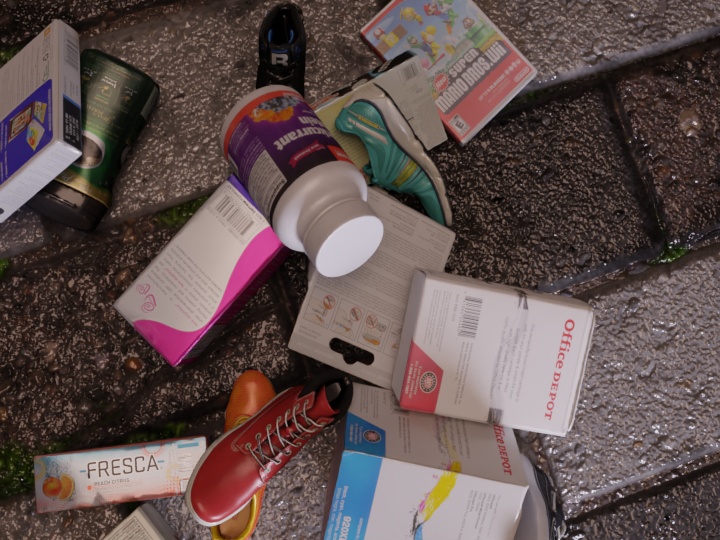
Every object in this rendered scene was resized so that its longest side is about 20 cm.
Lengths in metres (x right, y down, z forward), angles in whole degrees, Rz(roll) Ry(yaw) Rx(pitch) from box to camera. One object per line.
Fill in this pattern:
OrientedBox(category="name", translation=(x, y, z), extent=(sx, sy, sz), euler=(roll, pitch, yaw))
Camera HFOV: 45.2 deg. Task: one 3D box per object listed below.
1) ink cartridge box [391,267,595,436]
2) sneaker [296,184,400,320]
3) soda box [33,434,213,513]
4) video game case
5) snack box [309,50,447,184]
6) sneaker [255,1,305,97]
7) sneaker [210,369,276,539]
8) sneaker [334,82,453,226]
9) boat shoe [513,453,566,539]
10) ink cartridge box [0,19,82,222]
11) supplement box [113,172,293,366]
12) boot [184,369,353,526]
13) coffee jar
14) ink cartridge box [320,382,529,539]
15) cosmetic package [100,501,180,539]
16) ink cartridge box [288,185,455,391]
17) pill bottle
OrientedBox(category="ink cartridge box", translation=(0.145, 0.089, 0.962), extent=(0.195, 0.085, 0.149), euler=(11, 96, -7))
OrientedBox(category="sneaker", translation=(0.000, 0.000, 1.046), extent=(0.088, 0.075, 0.202), euler=(34, 79, -10))
OrientedBox(category="soda box", translation=(-0.266, 0.231, 0.990), extent=(0.195, 0.068, 0.065), euler=(-5, 81, -5))
OrientedBox(category="video game case", translation=(0.114, -0.282, 1.119), extent=(0.143, 0.017, 0.200), euler=(-42, 86, -8))
OrientedBox(category="snack box", translation=(0.001, -0.168, 1.057), extent=(0.197, 0.037, 0.118), euler=(-30, 118, -8))
OrientedBox(category="sneaker", translation=(-0.102, -0.225, 1.048), extent=(0.071, 0.112, 0.206), euler=(2, 81, -3))
OrientedBox(category="sneaker", translation=(-0.130, 0.218, 0.998), extent=(0.071, 0.077, 0.205), euler=(5, 79, -1))
OrientedBox(category="sneaker", translation=(0.045, -0.128, 1.036), extent=(0.079, 0.078, 0.201), euler=(-35, 112, 8))
OrientedBox(category="boat shoe", translation=(0.196, 0.279, 0.958), extent=(0.067, 0.200, 0.073), euler=(29, 106, -5))
OrientedBox(category="ink cartridge box", translation=(-0.401, -0.161, 0.997), extent=(0.198, 0.043, 0.202), euler=(-30, 53, 21))
OrientedBox(category="supplement box", translation=(-0.174, 0.002, 1.003), extent=(0.101, 0.103, 0.200), euler=(43, 88, 3))
OrientedBox(category="boot", translation=(-0.093, 0.182, 0.913), extent=(0.073, 0.144, 0.200), euler=(50, 54, -5))
OrientedBox(category="coffee jar", translation=(-0.324, -0.152, 1.034), extent=(0.102, 0.085, 0.204), euler=(24, 80, -11))
OrientedBox(category="ink cartridge box", translation=(0.065, 0.238, 0.950), extent=(0.195, 0.148, 0.148), euler=(12, 109, -2))
OrientedBox(category="cosmetic package", translation=(-0.217, 0.371, 0.962), extent=(0.103, 0.087, 0.201), euler=(-38, 84, -10))
OrientedBox(category="ink cartridge box", translation=(0.008, 0.016, 0.999), extent=(0.160, 0.057, 0.204), euler=(24, 86, -26))
OrientedBox(category="pill bottle", translation=(-0.060, -0.093, 0.916), extent=(0.110, 0.112, 0.201), euler=(-32, 60, -8))
